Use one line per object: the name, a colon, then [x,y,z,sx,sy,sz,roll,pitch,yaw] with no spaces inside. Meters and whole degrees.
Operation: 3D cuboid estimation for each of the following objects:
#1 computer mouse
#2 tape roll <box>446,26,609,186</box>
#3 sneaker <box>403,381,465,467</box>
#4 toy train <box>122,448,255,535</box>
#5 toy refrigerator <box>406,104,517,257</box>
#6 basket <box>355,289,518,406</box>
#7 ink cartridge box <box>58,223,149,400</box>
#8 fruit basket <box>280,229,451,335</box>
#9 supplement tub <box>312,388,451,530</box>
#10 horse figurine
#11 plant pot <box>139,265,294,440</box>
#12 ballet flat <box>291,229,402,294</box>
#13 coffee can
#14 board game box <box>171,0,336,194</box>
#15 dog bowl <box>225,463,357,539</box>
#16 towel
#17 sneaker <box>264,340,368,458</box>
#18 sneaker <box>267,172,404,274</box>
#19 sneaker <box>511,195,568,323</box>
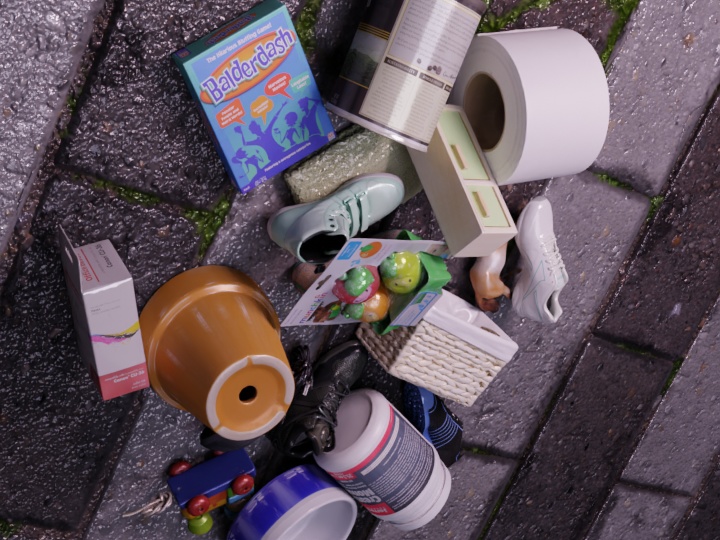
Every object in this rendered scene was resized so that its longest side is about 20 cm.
computer mouse: [-0.138,0.196,1.718,0.199,0.139,0.053,-38,105,4]
tape roll: [0.224,-0.223,1.657,0.137,0.203,0.206,-11,120,-26]
sneaker: [0.120,0.236,1.928,0.077,0.070,0.202,-27,132,-19]
toy train: [-0.245,0.341,1.762,0.198,0.085,0.117,-23,138,-19]
toy refrigerator: [0.131,-0.123,1.624,0.075,0.202,0.070,-1,152,-44]
basket: [0.110,0.102,1.805,0.199,0.136,0.124,25,103,-37]
ink cartridge box: [-0.323,0.044,1.527,0.067,0.116,0.203,-16,123,-21]
fruit basket: [0.016,0.023,1.606,0.198,0.094,0.186,-6,146,-45]
supplement tub: [0.033,0.287,1.839,0.140,0.140,0.200,-45,120,-2]
horse figurine: [0.209,-0.017,1.854,0.131,0.050,0.203,-7,115,-36]
plant pot: [-0.178,0.123,1.612,0.198,0.183,0.203,-14,121,-24]
ballet flat: [0.000,0.000,1.727,0.198,0.067,0.069,-21,132,-20]
coffee can: [0.057,-0.272,1.553,0.145,0.146,0.202,17,99,-36]
board game box: [-0.131,-0.220,1.547,0.151,0.045,0.202,-33,126,-12]
dog bowl: [-0.104,0.390,1.824,0.199,0.079,0.202,-33,147,-25]
towel: [-0.002,-0.128,1.678,0.198,0.036,0.150,-31,126,-13]
sneaker: [-0.047,0.197,1.776,0.199,0.114,0.076,-43,130,-6]
sneaker: [-0.013,-0.061,1.608,0.198,0.118,0.075,-22,121,-16]
sneaker: [0.279,-0.014,1.832,0.070,0.080,0.203,-21,121,-34]
